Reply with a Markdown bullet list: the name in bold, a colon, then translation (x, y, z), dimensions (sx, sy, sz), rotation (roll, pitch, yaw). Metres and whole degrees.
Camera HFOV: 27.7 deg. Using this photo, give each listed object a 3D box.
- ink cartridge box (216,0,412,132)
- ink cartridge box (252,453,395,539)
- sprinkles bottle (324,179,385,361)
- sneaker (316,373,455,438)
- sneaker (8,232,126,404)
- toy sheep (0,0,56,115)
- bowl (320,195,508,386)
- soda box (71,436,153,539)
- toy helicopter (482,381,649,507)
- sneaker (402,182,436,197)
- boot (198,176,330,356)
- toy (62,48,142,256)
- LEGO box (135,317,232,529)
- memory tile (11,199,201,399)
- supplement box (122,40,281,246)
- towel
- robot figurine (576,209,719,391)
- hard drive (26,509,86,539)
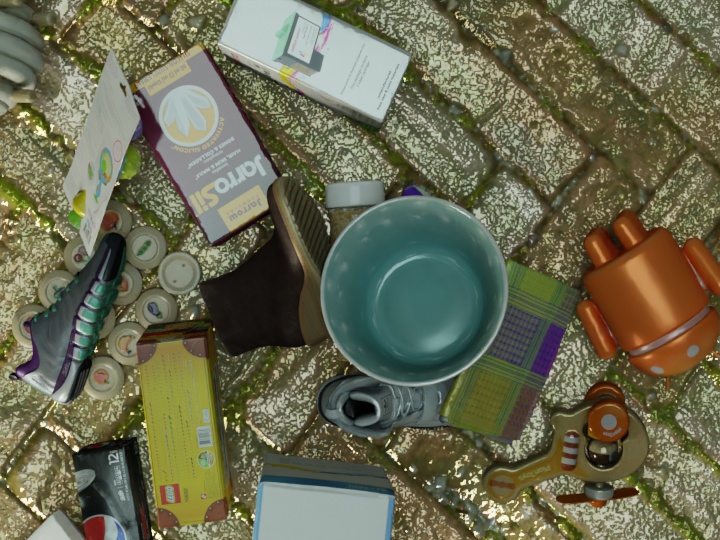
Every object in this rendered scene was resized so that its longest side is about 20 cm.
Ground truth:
- **ink cartridge box**: translation (-0.051, -0.235, 1.609), dimensions (0.198, 0.145, 0.085), rotation (26, 91, -2)
- **ink cartridge box**: translation (-0.045, 0.292, 1.593), dimensions (0.144, 0.200, 0.149), rotation (6, 91, -3)
- **sprinkles bottle**: translation (0.000, 0.000, 1.654), dimensions (0.067, 0.068, 0.202), rotation (-4, 92, -1)
- **sneaker**: translation (0.049, 0.149, 1.634), dimensions (0.198, 0.115, 0.076), rotation (-3, 92, -1)
- **sneaker**: translation (-0.329, 0.045, 1.632), dimensions (0.087, 0.074, 0.202), rotation (20, 92, 3)
- **toy sheep**: translation (-0.410, -0.237, 1.609), dimensions (0.136, 0.138, 0.202), rotation (16, 78, -1)
- **bowl**: translation (0.064, 0.030, 1.564), dimensions (0.198, 0.105, 0.203), rotation (-2, 78, 10)
- **soda box**: translation (-0.273, 0.295, 1.653), dimensions (0.063, 0.071, 0.202), rotation (-10, 91, 4)
- **toy helicopter**: translation (0.236, 0.223, 1.672), dimensions (0.198, 0.079, 0.133), rotation (-23, 101, 10)
- **sneaker**: translation (0.083, 0.003, 1.655), dimensions (0.099, 0.070, 0.201), rotation (-30, 91, 2)
- **boot**: translation (-0.110, 0.002, 1.606), dimensions (0.165, 0.073, 0.202), rotation (-11, 115, 24)
- **toy**: translation (-0.269, -0.126, 1.595), dimensions (0.047, 0.116, 0.201), rotation (3, 134, -34)
- **LEGO box**: translation (-0.191, 0.164, 1.606), dimensions (0.076, 0.149, 0.202), rotation (-6, 95, -3)
- **memory tile**: translation (-0.290, 0.034, 1.675), dimensions (0.153, 0.017, 0.201), rotation (37, 90, -2)
- **supplement box**: translation (-0.170, -0.139, 1.638), dimensions (0.110, 0.086, 0.201), rotation (-31, 92, -1)
- **towel**: translation (0.166, 0.096, 1.643), dimensions (0.143, 0.023, 0.202), rotation (21, 93, -44)
- **robot figurine**: translation (0.327, 0.032, 1.636), dimensions (0.143, 0.117, 0.201), rotation (-32, 92, -19)
- **hard drive**: translation (-0.361, 0.382, 1.637), dimensions (0.200, 0.025, 0.132), rotation (-44, 80, 18)
